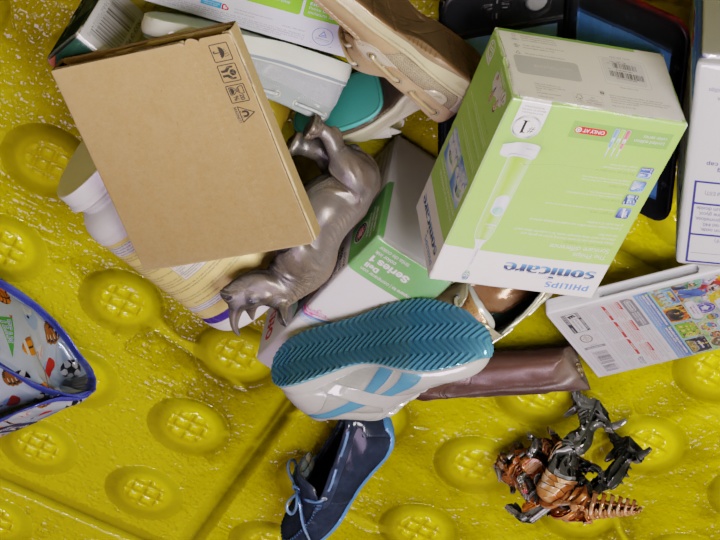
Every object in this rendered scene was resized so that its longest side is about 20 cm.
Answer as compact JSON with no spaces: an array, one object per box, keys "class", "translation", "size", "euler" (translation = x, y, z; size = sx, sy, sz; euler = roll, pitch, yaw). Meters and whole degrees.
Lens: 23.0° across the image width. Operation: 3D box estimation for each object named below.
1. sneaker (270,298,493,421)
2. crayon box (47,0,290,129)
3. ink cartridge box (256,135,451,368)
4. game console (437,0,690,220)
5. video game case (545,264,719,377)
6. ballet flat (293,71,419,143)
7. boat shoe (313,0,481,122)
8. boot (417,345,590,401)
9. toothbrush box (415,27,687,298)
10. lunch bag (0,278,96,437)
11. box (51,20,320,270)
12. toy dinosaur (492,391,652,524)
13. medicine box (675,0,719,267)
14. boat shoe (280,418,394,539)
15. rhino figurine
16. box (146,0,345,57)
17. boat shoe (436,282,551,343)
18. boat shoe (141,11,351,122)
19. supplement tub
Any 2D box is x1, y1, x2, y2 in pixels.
[{"class":"sneaker","translation":[0.026,0.082,1.528],"size":[0.199,0.077,0.081],"euler":[-10,139,26]},{"class":"crayon box","translation":[-0.155,-0.161,1.492],"size":[0.200,0.127,0.051],"euler":[41,134,-21]},{"class":"ink cartridge box","translation":[0.000,0.000,1.600],"size":[0.084,0.145,0.200],"euler":[31,130,-17]},{"class":"game console","translation":[0.159,-0.132,1.441],"size":[0.171,0.119,0.201],"euler":[-12,131,-12]},{"class":"video game case","translation":[0.289,0.042,1.640],"size":[0.199,0.018,0.143],"euler":[-15,146,23]},{"class":"ballet flat","translation":[0.034,-0.149,1.520],"size":[0.199,0.070,0.070],"euler":[-26,122,29]},{"class":"boat shoe","translation":[0.015,-0.178,1.366],"size":[0.200,0.072,0.064],"euler":[35,125,-30]},{"class":"boot","translation":[0.113,0.091,1.674],"size":[0.199,0.065,0.186],"euler":[0,174,15]},{"class":"toothbrush box","translation":[0.145,-0.080,1.390],"size":[0.145,0.086,0.201],"euler":[6,135,-16]},{"class":"lunch bag","translation":[-0.390,0.102,1.787],"size":[0.169,0.124,0.200],"euler":[-23,137,28]},{"class":"box","translation":[-0.140,-0.095,1.431],"size":[0.163,0.021,0.201],"euler":[-9,123,21]},{"class":"toy dinosaur","translation":[0.213,0.204,1.743],"size":[0.200,0.136,0.102],"euler":[33,166,39]},{"class":"medicine box","translation":[0.308,-0.133,1.398],"size":[0.102,0.183,0.201],"euler":[5,132,7]},{"class":"boat shoe","translation":[-0.040,0.210,1.847],"size":[0.068,0.084,0.200],"euler":[15,121,-29]},{"class":"rhino figurine","translation":[-0.055,-0.029,1.512],"size":[0.087,0.060,0.201],"euler":[29,97,-17]},{"class":"box","translation":[-0.058,-0.280,1.395],"size":[0.199,0.097,0.177],"euler":[15,132,-3]},{"class":"boat shoe","translation":[0.096,0.038,1.599],"size":[0.075,0.200,0.068],"euler":[54,167,2]},{"class":"boat shoe","translation":[-0.095,-0.161,1.455],"size":[0.200,0.070,0.072],"euler":[10,102,-38]},{"class":"supplement tub","translation":[-0.155,-0.056,1.581],"size":[0.200,0.146,0.145],"euler":[38,127,-22]}]
